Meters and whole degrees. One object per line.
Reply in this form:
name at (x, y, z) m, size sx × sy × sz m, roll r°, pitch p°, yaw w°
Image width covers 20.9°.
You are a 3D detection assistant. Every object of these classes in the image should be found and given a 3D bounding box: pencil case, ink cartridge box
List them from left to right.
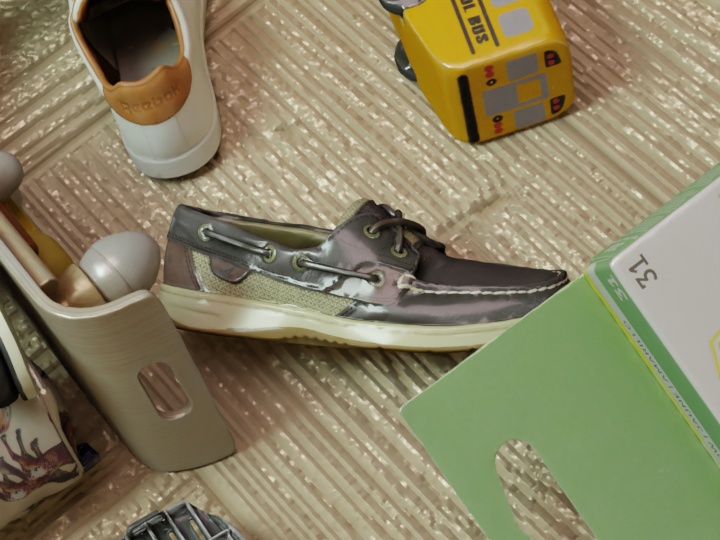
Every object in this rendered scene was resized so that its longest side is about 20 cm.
pencil case at (-0.218, 0.112, 0.879) m, size 0.200 × 0.089 × 0.078 m, roll -35°, pitch 87°, yaw -9°
ink cartridge box at (0.138, 0.055, 0.812) m, size 0.200 × 0.048 × 0.146 m, roll -36°, pitch 92°, yaw -12°

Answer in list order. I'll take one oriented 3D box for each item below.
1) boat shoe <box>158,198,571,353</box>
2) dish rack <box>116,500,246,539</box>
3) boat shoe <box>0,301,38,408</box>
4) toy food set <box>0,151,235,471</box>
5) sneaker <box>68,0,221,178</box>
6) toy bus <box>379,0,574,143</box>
boat shoe at (0.000, 0.000, 0.891) m, size 0.199 × 0.073 × 0.065 m, roll 1°, pitch 99°, yaw 13°
dish rack at (-0.111, 0.196, 0.819) m, size 0.200 × 0.055 × 0.154 m, roll -32°, pitch 59°, yaw -10°
boat shoe at (-0.208, -0.013, 0.848) m, size 0.063 × 0.074 × 0.202 m, roll -32°, pitch 69°, yaw -17°
toy food set at (-0.136, -0.010, 0.895) m, size 0.060 × 0.144 × 0.200 m, roll -36°, pitch 58°, yaw -10°
sneaker at (-0.118, -0.148, 1.011) m, size 0.073 × 0.085 × 0.200 m, roll -22°, pitch 54°, yaw 0°
toy bus at (0.040, -0.162, 0.995) m, size 0.078 × 0.065 × 0.201 m, roll -19°, pitch 57°, yaw 0°
